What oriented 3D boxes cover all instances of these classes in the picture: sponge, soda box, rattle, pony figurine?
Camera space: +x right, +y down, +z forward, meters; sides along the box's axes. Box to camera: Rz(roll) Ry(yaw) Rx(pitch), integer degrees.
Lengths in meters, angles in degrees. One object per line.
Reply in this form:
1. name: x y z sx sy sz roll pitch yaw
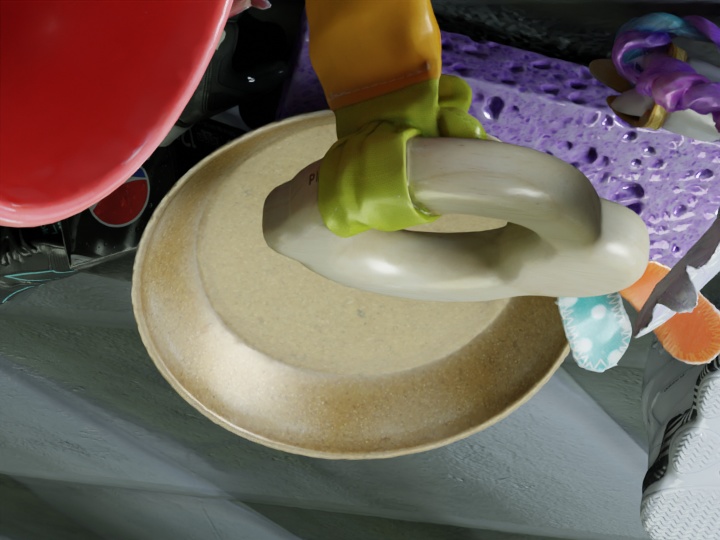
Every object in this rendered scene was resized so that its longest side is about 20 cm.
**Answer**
1. sponge: 0.060 -0.050 1.033 0.199 0.030 0.112 14 139 -6
2. soda box: -0.066 -0.026 1.136 0.071 0.064 0.200 -16 167 24
3. rattle: 0.060 -0.048 0.951 0.200 0.143 0.130 10 142 -28
4. pony figurine: 0.177 -0.042 0.881 0.200 0.167 0.193 22 -173 5

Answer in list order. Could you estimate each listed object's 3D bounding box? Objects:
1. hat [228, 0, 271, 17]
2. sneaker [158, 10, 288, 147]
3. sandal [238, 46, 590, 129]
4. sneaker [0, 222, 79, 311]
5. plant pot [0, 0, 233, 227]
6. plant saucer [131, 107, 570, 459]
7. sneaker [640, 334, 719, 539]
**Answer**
1. hat: -0.186 -0.087 0.875 0.166 0.176 0.200 47 -154 14
2. sneaker: -0.090 -0.126 0.948 0.090 0.067 0.200 -14 144 20
3. sandal: 0.027 -0.068 1.070 0.199 0.045 0.075 3 160 28
4. sneaker: -0.170 -0.028 1.228 0.199 0.076 0.079 -17 172 13
5. plant pot: -0.161 -0.132 0.787 0.177 0.201 0.200 16 166 26
6. plant saucer: 0.000 0.000 1.029 0.200 0.035 0.201 -1 129 -2
7. sneaker: 0.207 0.052 1.283 0.075 0.115 0.200 16 128 -12
